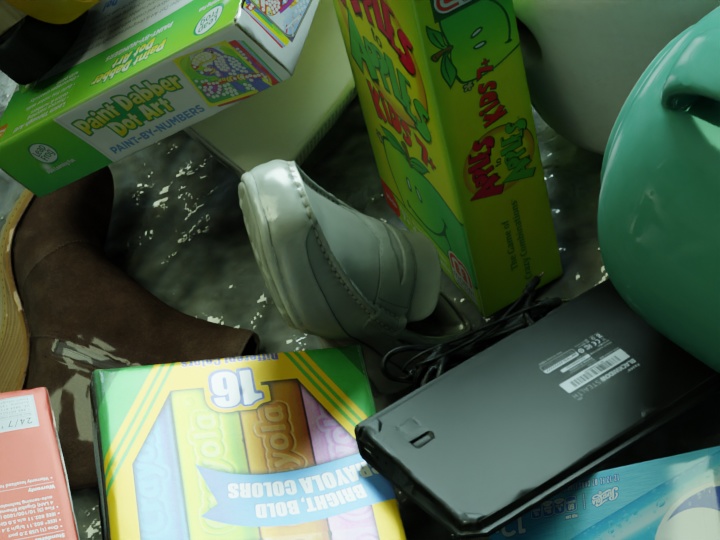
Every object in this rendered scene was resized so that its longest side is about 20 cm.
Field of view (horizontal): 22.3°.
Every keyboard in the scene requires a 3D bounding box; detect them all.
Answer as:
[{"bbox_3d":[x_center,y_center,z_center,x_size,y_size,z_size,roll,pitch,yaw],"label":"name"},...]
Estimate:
[{"bbox_3d":[0.090,0.048,0.780,0.199,0.040,0.104,-26,46,-27],"label":"keyboard"}]

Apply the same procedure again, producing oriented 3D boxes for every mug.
[{"bbox_3d":[0.166,-0.047,0.715,0.114,0.186,0.152,34,53,29],"label":"mug"}]

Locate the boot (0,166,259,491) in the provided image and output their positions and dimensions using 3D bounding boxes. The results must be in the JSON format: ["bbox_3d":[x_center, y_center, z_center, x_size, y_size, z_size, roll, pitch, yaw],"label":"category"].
[{"bbox_3d":[-0.125,0.029,0.994,0.165,0.072,0.201,5,64,25],"label":"boot"}]

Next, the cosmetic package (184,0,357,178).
[{"bbox_3d":[-0.012,-0.137,0.963,0.073,0.104,0.200,38,87,-1],"label":"cosmetic package"}]

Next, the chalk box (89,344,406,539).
[{"bbox_3d":[-0.042,0.148,0.759,0.123,0.125,0.201,-5,46,-9],"label":"chalk box"}]

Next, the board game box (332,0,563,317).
[{"bbox_3d":[0.035,-0.085,0.836,0.047,0.201,0.102,-27,45,-11],"label":"board game box"}]

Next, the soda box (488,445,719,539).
[{"bbox_3d":[0.152,0.107,0.717,0.199,0.068,0.065,-17,65,28],"label":"soda box"}]

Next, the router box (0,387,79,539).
[{"bbox_3d":[-0.146,0.186,0.814,0.048,0.201,0.180,-8,48,-15],"label":"router box"}]

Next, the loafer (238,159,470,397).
[{"bbox_3d":[0.000,0.000,0.814,0.069,0.200,0.070,-22,67,8],"label":"loafer"}]

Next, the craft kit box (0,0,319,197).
[{"bbox_3d":[-0.088,-0.151,0.929,0.199,0.048,0.199,-19,40,42],"label":"craft kit box"}]

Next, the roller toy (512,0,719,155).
[{"bbox_3d":[0.139,-0.149,0.843,0.199,0.140,0.183,5,55,35],"label":"roller toy"}]

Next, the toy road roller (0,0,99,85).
[{"bbox_3d":[-0.155,-0.206,0.916,0.145,0.123,0.201,-29,36,31],"label":"toy road roller"}]
